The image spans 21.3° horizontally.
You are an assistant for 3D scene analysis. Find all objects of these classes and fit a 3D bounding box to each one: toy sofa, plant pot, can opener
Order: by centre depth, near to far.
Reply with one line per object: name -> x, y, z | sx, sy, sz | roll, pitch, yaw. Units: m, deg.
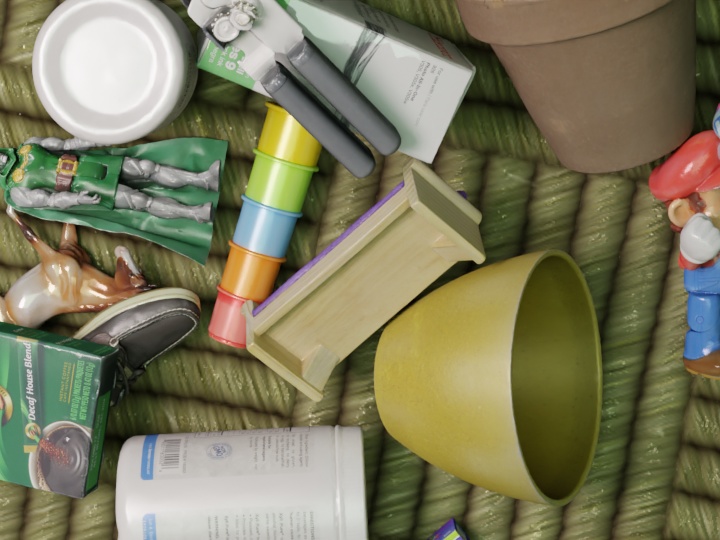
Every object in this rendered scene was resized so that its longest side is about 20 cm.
can opener -> -0.048, -0.150, 1.401 | 0.053, 0.067, 0.200 | -41, 115, 12
plant pot -> 0.186, -0.177, 1.507 | 0.199, 0.200, 0.176 | -17, 114, 2
toy sofa -> 0.000, 0.000, 1.524 | 0.200, 0.098, 0.083 | -41, 119, 21
plant pot -> 0.095, 0.086, 1.536 | 0.141, 0.200, 0.201 | -2, 97, 28

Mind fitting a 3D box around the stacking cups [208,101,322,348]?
stacking cups -> -0.078, -0.035, 1.570 | 0.060, 0.061, 0.201 | 17, 96, -2

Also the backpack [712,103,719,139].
backpack -> 0.380, -0.145, 1.500 | 0.177, 0.200, 0.151 | 37, 137, -7

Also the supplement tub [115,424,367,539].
supplement tub -> -0.094, 0.195, 1.561 | 0.199, 0.132, 0.133 | -2, 96, 0

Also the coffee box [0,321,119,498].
coffee box -> -0.298, 0.102, 1.527 | 0.199, 0.044, 0.124 | 13, 101, 11

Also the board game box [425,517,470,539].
board game box -> 0.045, 0.327, 1.618 | 0.200, 0.045, 0.135 | -40, 95, 4

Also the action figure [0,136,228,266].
action figure -> -0.215, -0.073, 1.557 | 0.199, 0.055, 0.119 | 7, 58, 1

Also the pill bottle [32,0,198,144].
pill bottle -> -0.184, -0.159, 1.487 | 0.113, 0.200, 0.115 | 0, 96, 0

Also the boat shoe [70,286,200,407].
boat shoe -> -0.214, 0.084, 1.570 | 0.200, 0.072, 0.066 | -27, 55, 8

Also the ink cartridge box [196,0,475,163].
ink cartridge box -> -0.023, -0.169, 1.499 | 0.199, 0.146, 0.084 | 22, 103, -10

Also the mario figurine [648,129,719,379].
mario figurine -> 0.296, -0.016, 1.532 | 0.105, 0.124, 0.201 | -13, 113, -4

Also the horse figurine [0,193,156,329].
horse figurine -> -0.284, 0.009, 1.582 | 0.199, 0.050, 0.133 | -31, 89, 1
